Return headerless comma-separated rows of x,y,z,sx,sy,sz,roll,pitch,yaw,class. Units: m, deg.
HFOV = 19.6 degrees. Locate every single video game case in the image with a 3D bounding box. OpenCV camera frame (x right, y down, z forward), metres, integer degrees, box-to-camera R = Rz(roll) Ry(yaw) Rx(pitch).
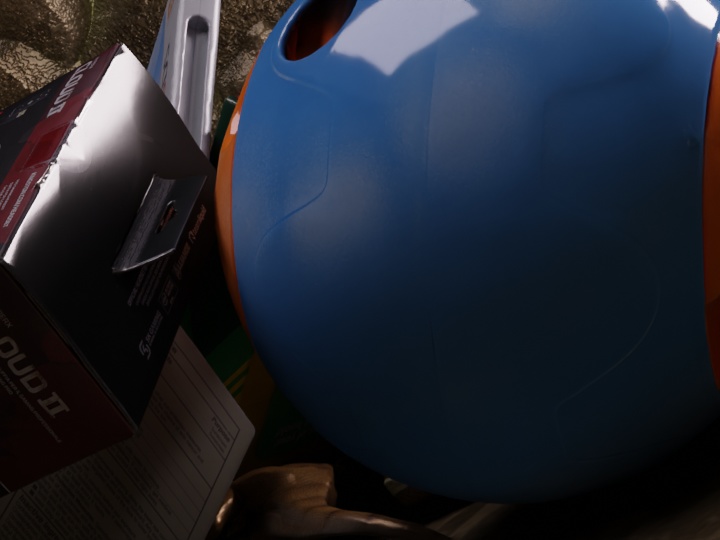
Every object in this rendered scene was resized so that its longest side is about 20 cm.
-0.098,-0.008,0.919,0.183,0.022,0.201,-90,17,-46,video game case

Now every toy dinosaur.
-0.030,0.096,0.831,0.106,0.061,0.200,-28,4,-3,toy dinosaur

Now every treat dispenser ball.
0.051,-0.022,0.710,0.200,0.202,0.201,-29,4,2,treat dispenser ball

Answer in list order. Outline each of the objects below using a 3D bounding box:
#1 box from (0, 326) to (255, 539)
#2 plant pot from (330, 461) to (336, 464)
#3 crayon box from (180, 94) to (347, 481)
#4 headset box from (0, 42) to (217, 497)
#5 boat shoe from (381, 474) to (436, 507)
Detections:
-0.119,0.097,0.747,0.077,0.095,0.200,-22,25,31,box
-0.113,0.061,1.109,0.192,0.201,0.200,-13,12,34,plant pot
0.000,0.000,0.932,0.200,0.058,0.173,-15,-48,-50,crayon box
-0.140,0.016,0.717,0.199,0.077,0.149,-25,25,23,headset box
0.051,0.035,0.904,0.071,0.076,0.200,-27,4,29,boat shoe
